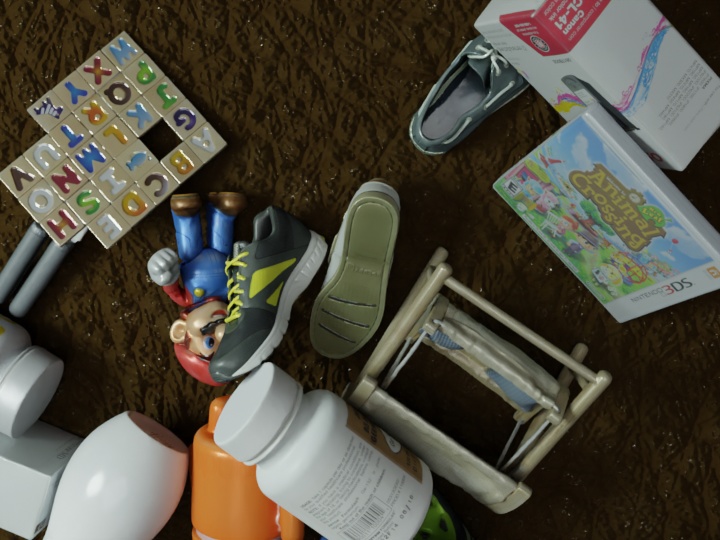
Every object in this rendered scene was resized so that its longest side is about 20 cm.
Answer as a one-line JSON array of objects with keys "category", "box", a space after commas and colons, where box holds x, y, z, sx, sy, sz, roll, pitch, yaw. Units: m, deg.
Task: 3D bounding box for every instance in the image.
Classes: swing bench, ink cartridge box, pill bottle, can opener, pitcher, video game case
[{"category": "swing bench", "box": [0.107, 0.119, 0.860, 0.197, 0.130, 0.202, 33, 99, -1]}, {"category": "ink cartridge box", "box": [0.216, -0.189, 0.766, 0.199, 0.148, 0.086, 41, 90, -17]}, {"category": "pill bottle", "box": [-0.036, 0.181, 0.809, 0.199, 0.115, 0.115, 40, 100, -18]}, {"category": "can opener", "box": [-0.332, -0.036, 0.921, 0.052, 0.067, 0.201, 35, 107, -11]}, {"category": "pitcher", "box": [-0.265, 0.257, 0.911, 0.120, 0.172, 0.201, 33, 86, 9]}, {"category": "pill bottle", "box": [-0.432, 0.089, 0.916, 0.198, 0.114, 0.115, 30, 100, 1]}, {"category": "video game case", "box": [0.236, -0.044, 0.807, 0.200, 0.182, 0.022, 47, 66, -2]}]

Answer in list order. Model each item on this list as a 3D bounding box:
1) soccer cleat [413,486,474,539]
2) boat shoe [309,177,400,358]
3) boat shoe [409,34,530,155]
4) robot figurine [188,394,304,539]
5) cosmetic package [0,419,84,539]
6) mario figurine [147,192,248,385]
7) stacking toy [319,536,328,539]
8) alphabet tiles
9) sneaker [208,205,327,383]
[{"category": "soccer cleat", "box": [0.097, 0.302, 0.908, 0.067, 0.081, 0.202, -30, 98, 15]}, {"category": "boat shoe", "box": [0.000, 0.000, 0.884, 0.074, 0.069, 0.202, 20, 120, -2]}, {"category": "boat shoe", "box": [0.126, -0.195, 0.846, 0.073, 0.062, 0.200, 45, 99, 1]}, {"category": "robot figurine", "box": [-0.124, 0.234, 0.907, 0.141, 0.117, 0.204, 3, 97, 3]}, {"category": "cosmetic package", "box": [-0.413, 0.204, 0.933, 0.197, 0.113, 0.082, 20, 100, 1]}, {"category": "mario figurine", "box": [-0.148, 0.021, 0.884, 0.121, 0.106, 0.204, -2, 96, 4]}, {"category": "stacking toy", "box": [-0.004, 0.286, 0.925, 0.084, 0.085, 0.202, 26, 94, 1]}, {"category": "alphabet tiles", "box": [-0.266, -0.127, 0.879, 0.200, 0.008, 0.167, -43, 87, -12]}, {"category": "sneaker", "box": [-0.109, 0.020, 0.848, 0.085, 0.201, 0.074, 43, 140, -22]}]
